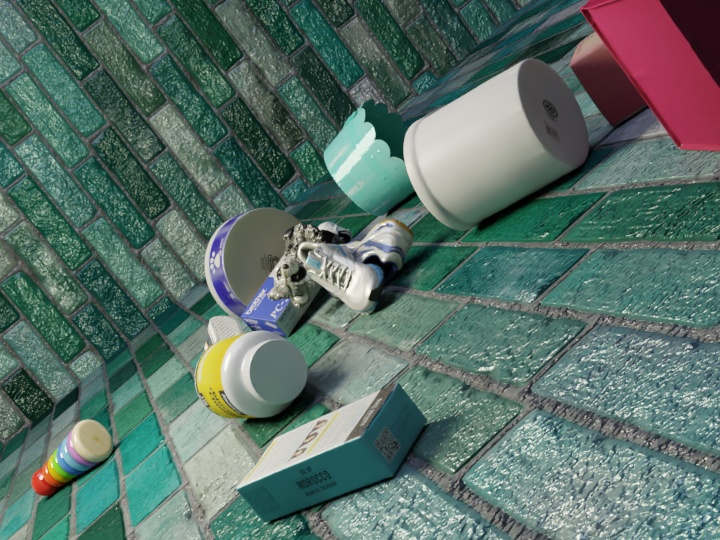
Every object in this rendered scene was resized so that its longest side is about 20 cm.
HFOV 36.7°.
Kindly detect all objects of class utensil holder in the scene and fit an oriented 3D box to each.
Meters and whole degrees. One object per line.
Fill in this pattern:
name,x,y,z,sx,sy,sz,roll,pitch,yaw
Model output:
utensil holder,0.186,-0.172,1.479,0.199,0.171,0.170,-28,14,38

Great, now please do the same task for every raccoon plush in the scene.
raccoon plush,-0.066,0.013,1.783,0.096,0.199,0.136,4,72,44

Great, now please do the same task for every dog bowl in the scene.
dog bowl,-0.174,-0.008,1.946,0.200,0.201,0.078,-44,14,-30

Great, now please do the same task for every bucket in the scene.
bucket,0.035,-0.218,2.134,0.135,0.207,0.208,-40,9,24

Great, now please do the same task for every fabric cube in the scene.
fabric cube,0.376,-0.259,1.084,0.199,0.201,0.196,-40,11,-1

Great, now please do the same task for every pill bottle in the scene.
pill bottle,-0.144,0.140,1.448,0.112,0.112,0.199,-43,10,-24

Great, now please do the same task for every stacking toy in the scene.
stacking toy,-0.555,0.367,2.058,0.200,0.085,0.086,-41,7,30

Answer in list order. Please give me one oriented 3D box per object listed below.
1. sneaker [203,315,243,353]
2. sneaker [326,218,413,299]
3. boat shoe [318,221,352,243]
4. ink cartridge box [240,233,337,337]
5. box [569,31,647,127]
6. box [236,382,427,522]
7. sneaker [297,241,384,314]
sneaker,-0.216,0.151,1.781,0.200,0.077,0.081,-113,31,-66
sneaker,0.000,0.000,1.661,0.200,0.075,0.089,-41,23,45
boat shoe,-0.048,-0.055,2.096,0.068,0.073,0.200,-14,8,10
ink cartridge box,-0.114,0.020,1.871,0.093,0.044,0.201,4,52,43
box,0.398,-0.306,1.467,0.199,0.109,0.128,-34,11,29
box,-0.031,0.180,1.055,0.199,0.049,0.082,-30,14,43
sneaker,-0.036,0.006,1.584,0.200,0.086,0.076,32,102,59
